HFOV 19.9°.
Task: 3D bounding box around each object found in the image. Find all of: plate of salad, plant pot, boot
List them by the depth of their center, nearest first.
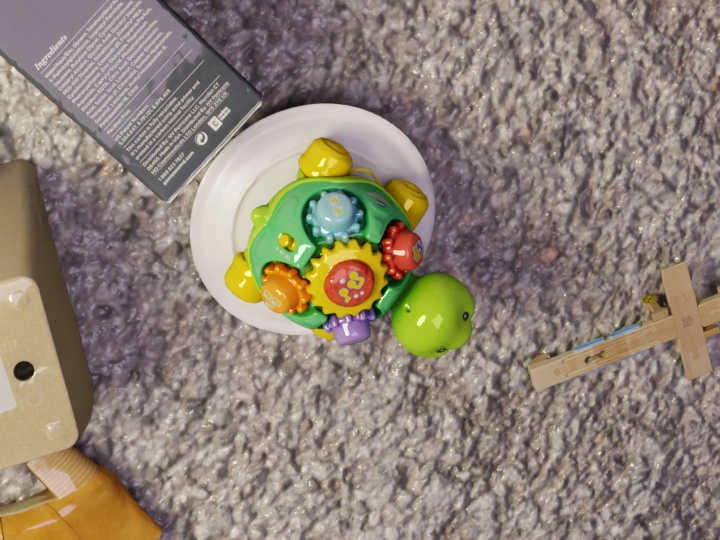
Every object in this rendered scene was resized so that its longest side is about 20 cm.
[{"bbox_3d":[-0.300,0.057,1.505,0.199,0.177,0.201,-17,111,-12],"label":"plant pot"},{"bbox_3d":[-0.039,-0.042,1.630,0.199,0.048,0.201,-6,118,-12],"label":"plate of salad"},{"bbox_3d":[-0.264,0.237,1.630,0.201,0.071,0.144,-43,111,-7],"label":"boot"}]

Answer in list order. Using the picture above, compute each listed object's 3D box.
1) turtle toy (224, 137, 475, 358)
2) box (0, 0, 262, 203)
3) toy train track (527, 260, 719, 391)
[{"bbox_3d":[0.000,0.000,1.576,0.200,0.101,0.146,27,106,-26],"label":"turtle toy"},{"bbox_3d":[-0.189,-0.165,1.487,0.200,0.148,0.107,42,90,-25],"label":"box"},{"bbox_3d":[0.236,0.052,1.760,0.199,0.033,0.115,-21,119,-5],"label":"toy train track"}]
